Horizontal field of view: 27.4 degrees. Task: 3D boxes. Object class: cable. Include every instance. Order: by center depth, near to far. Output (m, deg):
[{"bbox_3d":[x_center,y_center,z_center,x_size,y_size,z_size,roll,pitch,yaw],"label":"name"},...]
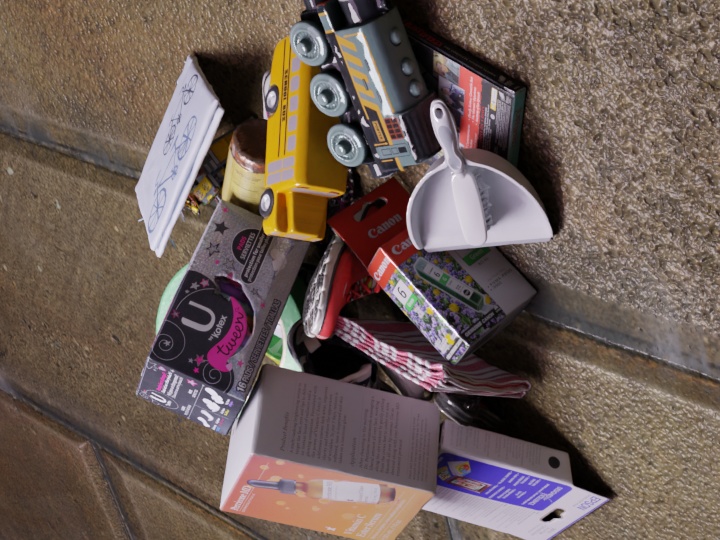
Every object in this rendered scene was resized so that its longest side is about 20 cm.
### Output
[{"bbox_3d":[0.110,0.150,1.574,0.097,0.050,0.200,46,-167,-3],"label":"cable"}]

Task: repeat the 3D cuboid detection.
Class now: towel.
[{"bbox_3d":[0.069,0.085,1.570,0.199,0.145,0.030,28,104,46],"label":"towel"}]

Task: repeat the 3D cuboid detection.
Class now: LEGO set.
[{"bbox_3d":[-0.157,-0.079,1.739,0.155,0.116,0.200,58,149,-5],"label":"LEGO set"}]

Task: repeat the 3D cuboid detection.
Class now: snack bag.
[{"bbox_3d":[-0.209,-0.134,1.677,0.190,0.021,0.200,-66,22,15],"label":"snack bag"}]

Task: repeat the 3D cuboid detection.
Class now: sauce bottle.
[{"bbox_3d":[-0.120,-0.084,1.610,0.066,0.066,0.201,45,152,15],"label":"sauce bottle"}]

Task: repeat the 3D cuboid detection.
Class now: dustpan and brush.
[{"bbox_3d":[0.096,-0.085,1.369,0.138,0.057,0.201,-5,126,18],"label":"dustpan and brush"}]

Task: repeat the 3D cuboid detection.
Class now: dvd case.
[{"bbox_3d":[0.074,-0.161,1.434,0.199,0.022,0.147,34,143,30],"label":"dvd case"}]

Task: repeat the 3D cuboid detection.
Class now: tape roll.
[{"bbox_3d":[-0.144,0.075,1.736,0.198,0.048,0.203,5,102,22],"label":"tape roll"}]

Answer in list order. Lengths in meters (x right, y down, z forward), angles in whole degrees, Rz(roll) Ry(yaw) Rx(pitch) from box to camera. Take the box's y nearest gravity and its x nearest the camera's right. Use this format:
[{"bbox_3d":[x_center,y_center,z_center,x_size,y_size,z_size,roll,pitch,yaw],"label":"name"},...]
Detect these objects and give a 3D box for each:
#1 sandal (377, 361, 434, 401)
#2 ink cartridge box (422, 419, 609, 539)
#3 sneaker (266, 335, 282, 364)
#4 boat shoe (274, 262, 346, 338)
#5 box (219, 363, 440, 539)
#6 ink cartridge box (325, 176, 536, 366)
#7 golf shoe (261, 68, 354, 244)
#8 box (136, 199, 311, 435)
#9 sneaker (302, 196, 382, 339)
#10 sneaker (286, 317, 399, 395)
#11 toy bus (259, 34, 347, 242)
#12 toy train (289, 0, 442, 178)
[{"bbox_3d":[0.059,0.117,1.665,0.083,0.050,0.203,54,178,-1],"label":"sandal"},{"bbox_3d":[0.150,0.238,1.639,0.198,0.044,0.198,19,151,-9],"label":"ink cartridge box"},{"bbox_3d":[-0.059,0.094,1.837,0.200,0.074,0.084,39,120,32],"label":"sneaker"},{"bbox_3d":[-0.101,0.023,1.774,0.199,0.071,0.092,24,104,19],"label":"boat shoe"},{"bbox_3d":[-0.033,0.199,1.567,0.198,0.107,0.153,13,146,-11],"label":"box"},{"bbox_3d":[0.071,-0.013,1.495,0.200,0.109,0.050,48,147,12],"label":"ink cartridge box"},{"bbox_3d":[-0.060,-0.128,1.613,0.092,0.072,0.202,29,134,56],"label":"golf shoe"},{"bbox_3d":[-0.147,0.050,1.574,0.114,0.201,0.132,23,154,-4],"label":"box"},{"bbox_3d":[0.000,0.000,1.538,0.084,0.201,0.077,27,135,-2],"label":"sneaker"},{"bbox_3d":[-0.004,0.138,1.625,0.200,0.079,0.130,57,179,-9],"label":"sneaker"},{"bbox_3d":[-0.053,-0.134,1.494,0.078,0.065,0.202,-11,74,56],"label":"toy bus"},{"bbox_3d":[0.011,-0.184,1.410,0.113,0.085,0.202,-4,115,42],"label":"toy train"}]
